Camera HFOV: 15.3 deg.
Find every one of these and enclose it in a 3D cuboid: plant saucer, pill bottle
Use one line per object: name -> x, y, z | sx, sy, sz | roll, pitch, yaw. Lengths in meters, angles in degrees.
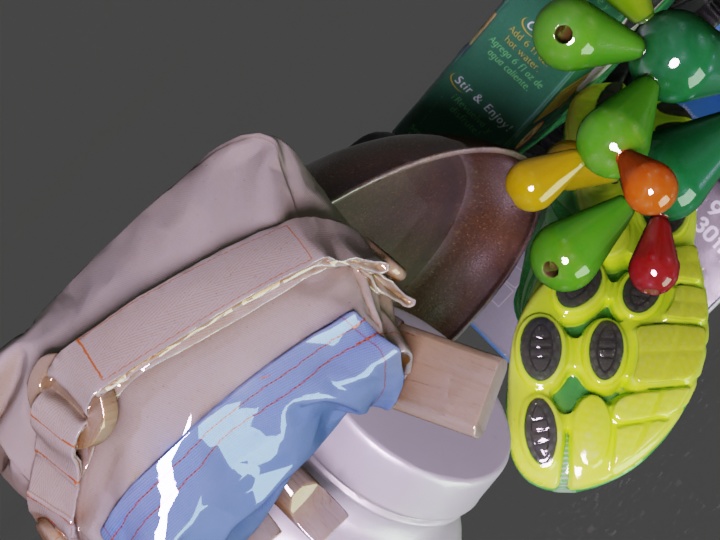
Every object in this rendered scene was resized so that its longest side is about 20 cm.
plant saucer -> -0.021, 0.014, 1.006 | 0.200, 0.032, 0.200 | -31, 156, -16
pill bottle -> -0.035, 0.107, 0.978 | 0.200, 0.112, 0.112 | -51, 172, 31

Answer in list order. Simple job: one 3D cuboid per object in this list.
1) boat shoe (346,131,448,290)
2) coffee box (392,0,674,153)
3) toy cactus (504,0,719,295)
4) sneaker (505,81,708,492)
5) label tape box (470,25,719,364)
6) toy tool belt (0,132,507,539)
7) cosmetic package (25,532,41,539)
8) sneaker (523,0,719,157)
boat shoe -> -0.003, 0.001, 1.122 | 0.073, 0.063, 0.202 | -17, 152, -12
coffee box -> 0.106, -0.124, 1.078 | 0.200, 0.044, 0.123 | -49, 173, 34
toy cactus -> 0.138, -0.075, 0.974 | 0.165, 0.102, 0.200 | 11, 102, -35
sneaker -> 0.098, 0.015, 1.051 | 0.084, 0.074, 0.200 | 101, 4, -47
label tape box -> 0.127, -0.042, 1.272 | 0.200, 0.143, 0.066 | -46, 174, 13
toy tool belt -> -0.060, 0.063, 0.847 | 0.200, 0.123, 0.125 | -44, 173, -5
cosmetic package -> -0.070, 0.122, 1.182 | 0.150, 0.052, 0.200 | -16, -177, 17
sneaker -> 0.121, -0.102, 1.203 | 0.200, 0.076, 0.091 | -48, 178, 32
